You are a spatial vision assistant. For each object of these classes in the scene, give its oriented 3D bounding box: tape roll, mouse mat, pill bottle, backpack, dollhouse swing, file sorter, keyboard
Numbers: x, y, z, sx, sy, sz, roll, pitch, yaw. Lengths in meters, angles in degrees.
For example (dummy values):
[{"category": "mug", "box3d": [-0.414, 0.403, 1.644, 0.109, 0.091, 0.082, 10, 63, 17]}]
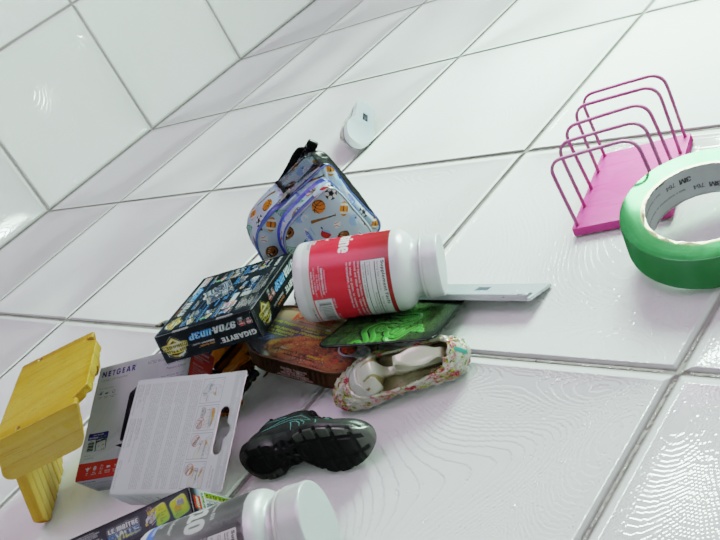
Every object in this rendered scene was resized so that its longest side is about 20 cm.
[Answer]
[{"category": "tape roll", "box3d": [0.411, -0.065, 1.085, 0.199, 0.048, 0.201, -20, 36, 15]}, {"category": "mouse mat", "box3d": [0.048, 0.066, 1.226, 0.159, 0.008, 0.200, -6, 13, 20]}, {"category": "pill bottle", "box3d": [0.015, 0.005, 1.254, 0.198, 0.113, 0.113, -8, 30, 12]}, {"category": "pill bottle", "box3d": [-0.128, 0.300, 0.972, 0.198, 0.114, 0.114, -23, 26, 15]}, {"category": "backpack", "box3d": [-0.081, -0.069, 1.475, 0.190, 0.200, 0.154, -38, 27, 8]}, {"category": "dollhouse swing", "box3d": [-0.432, 0.239, 1.361, 0.180, 0.177, 0.200, -26, 25, 3]}, {"category": "file sorter", "box3d": [0.362, -0.167, 1.276, 0.138, 0.126, 0.201, -12, 31, 36]}, {"category": "keyboard", "box3d": [0.163, 0.029, 1.254, 0.199, 0.011, 0.056, -1, 14, 45]}]

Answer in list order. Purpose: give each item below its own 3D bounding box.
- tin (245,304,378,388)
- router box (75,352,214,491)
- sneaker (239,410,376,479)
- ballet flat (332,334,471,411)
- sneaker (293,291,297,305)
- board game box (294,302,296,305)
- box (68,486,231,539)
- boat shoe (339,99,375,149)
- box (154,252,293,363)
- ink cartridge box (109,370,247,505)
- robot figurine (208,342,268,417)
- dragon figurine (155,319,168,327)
[{"category": "tin", "box3d": [-0.067, 0.105, 1.279, 0.198, 0.042, 0.112, 12, 46, 24]}, {"category": "router box", "box3d": [-0.312, 0.216, 1.327, 0.198, 0.049, 0.181, -16, 55, 31]}, {"category": "sneaker", "box3d": [-0.063, 0.201, 1.131, 0.198, 0.076, 0.079, -14, 27, 32]}, {"category": "ballet flat", "box3d": [0.042, 0.122, 1.154, 0.198, 0.064, 0.076, -22, 62, 18]}, {"category": "sneaker", "box3d": [0.000, 0.000, 1.381, 0.198, 0.076, 0.116, -7, 31, 9]}, {"category": "board game box", "box3d": [-0.039, 0.036, 1.466, 0.134, 0.029, 0.201, -15, 29, 30]}, {"category": "box", "box3d": [-0.258, 0.318, 1.094, 0.199, 0.110, 0.035, -26, 63, 12]}, {"category": "boat shoe", "box3d": [-0.014, -0.313, 2.059, 0.070, 0.071, 0.201, -49, 19, 30]}, {"category": "box", "box3d": [-0.186, 0.050, 1.323, 0.158, 0.046, 0.200, -16, 19, 18]}, {"category": "ink cartridge box", "box3d": [-0.227, 0.219, 1.193, 0.198, 0.057, 0.164, -7, 59, 29]}, {"category": "robot figurine", "box3d": [-0.180, 0.136, 1.374, 0.144, 0.058, 0.201, 16, 62, 50]}, {"category": "dragon figurine", "box3d": [-0.283, 0.117, 1.552, 0.058, 0.100, 0.200, -18, 8, 28]}]
